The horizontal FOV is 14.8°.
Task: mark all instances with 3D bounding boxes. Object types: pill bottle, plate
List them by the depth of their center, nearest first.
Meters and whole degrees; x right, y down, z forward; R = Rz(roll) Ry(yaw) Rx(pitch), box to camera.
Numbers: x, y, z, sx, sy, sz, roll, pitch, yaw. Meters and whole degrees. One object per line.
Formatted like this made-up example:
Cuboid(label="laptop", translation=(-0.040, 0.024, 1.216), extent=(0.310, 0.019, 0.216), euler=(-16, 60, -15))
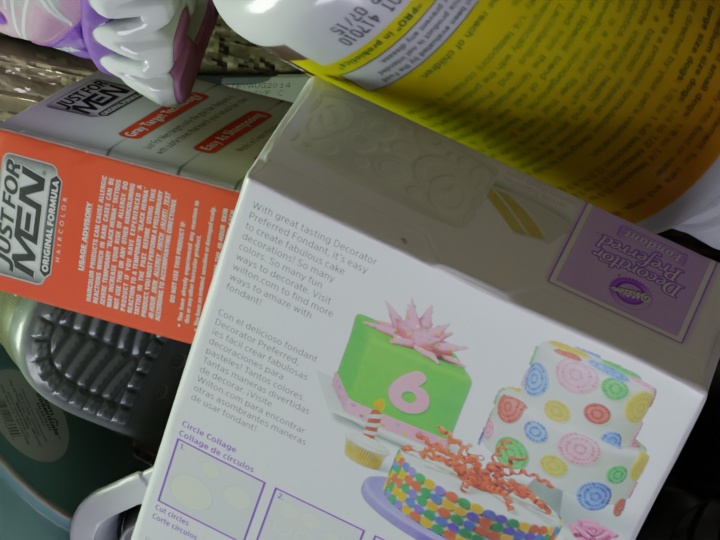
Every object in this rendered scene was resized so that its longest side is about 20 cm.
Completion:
Cuboid(label="pill bottle", translation=(0.059, -0.080, 0.857), extent=(0.200, 0.109, 0.109), euler=(28, 148, -29))
Cuboid(label="plate", translation=(-0.119, 0.050, 1.089), extent=(0.026, 0.200, 0.200), euler=(-35, 131, 30))

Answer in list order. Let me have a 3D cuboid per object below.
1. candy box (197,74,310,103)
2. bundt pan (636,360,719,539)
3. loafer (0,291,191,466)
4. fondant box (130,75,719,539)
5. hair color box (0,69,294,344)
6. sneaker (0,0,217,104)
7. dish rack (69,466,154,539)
Cuboid(label="candy box", translation=(0.000, 0.000, 1.085), extent=(0.136, 0.061, 0.200), euler=(0, 150, 20))
Cuboid(label="bundt pan", translation=(0.143, 0.077, 1.034), extent=(0.202, 0.202, 0.076), euler=(-1, 138, 21))
Cuboid(label="loafer", translation=(-0.066, 0.040, 1.066), extent=(0.200, 0.075, 0.070), euler=(39, 177, -43))
Cuboid(label="fondant box", translation=(0.016, 0.056, 0.855), extent=(0.144, 0.058, 0.200), euler=(25, 134, 5))
Cuboid(label="hair color box", translation=(-0.016, -0.011, 0.934), extent=(0.200, 0.102, 0.061), euler=(16, 112, 16))
Cuboid(label="sneaker", translation=(-0.096, -0.124, 0.856), extent=(0.088, 0.081, 0.200), euler=(15, 155, 10))
Cuboid(label="dish rack", translation=(0.006, 0.121, 1.000), extent=(0.200, 0.044, 0.172), euler=(-26, 100, 38))
